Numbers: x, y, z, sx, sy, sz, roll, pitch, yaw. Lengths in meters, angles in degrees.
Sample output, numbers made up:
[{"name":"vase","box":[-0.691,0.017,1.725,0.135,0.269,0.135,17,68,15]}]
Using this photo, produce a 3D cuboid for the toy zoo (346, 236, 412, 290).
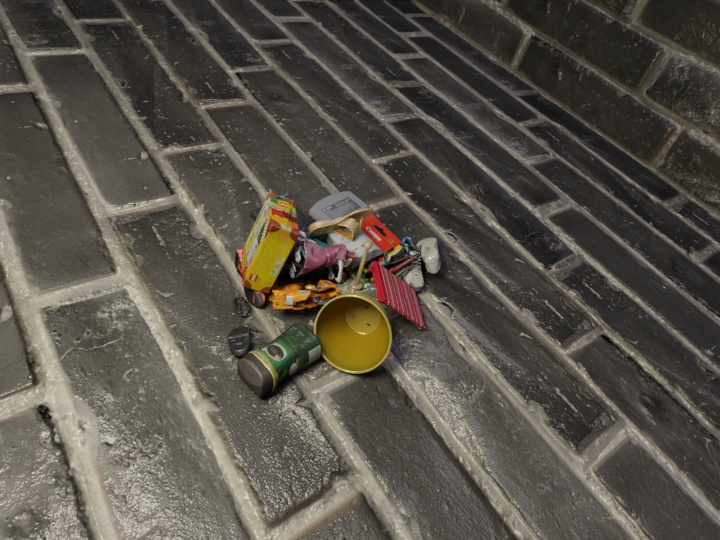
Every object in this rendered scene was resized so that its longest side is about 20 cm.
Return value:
[{"name":"toy zoo","box":[0.065,-0.021,1.574,0.198,0.021,0.131,-35,61,-15]}]

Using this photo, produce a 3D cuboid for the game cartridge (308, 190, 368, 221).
[{"name":"game cartridge","box":[-0.072,-0.199,1.752,0.133,0.041,0.198,43,48,19]}]

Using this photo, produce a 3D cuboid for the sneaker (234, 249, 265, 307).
[{"name":"sneaker","box":[-0.282,0.012,1.436,0.085,0.075,0.202,-7,49,-27]}]

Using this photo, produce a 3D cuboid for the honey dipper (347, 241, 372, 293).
[{"name":"honey dipper","box":[0.000,0.000,1.452,0.037,0.202,0.038,9,43,-8]}]

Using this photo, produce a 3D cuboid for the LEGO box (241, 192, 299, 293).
[{"name":"LEGO box","box":[-0.236,-0.070,1.348,0.076,0.202,0.150,17,32,-25]}]

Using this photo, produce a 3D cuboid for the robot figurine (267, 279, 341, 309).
[{"name":"robot figurine","box":[-0.144,0.065,1.399,0.195,0.060,0.145,-5,12,-19]}]

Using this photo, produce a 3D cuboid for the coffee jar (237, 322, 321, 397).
[{"name":"coffee jar","box":[-0.193,0.213,1.252,0.104,0.087,0.198,37,45,26]}]

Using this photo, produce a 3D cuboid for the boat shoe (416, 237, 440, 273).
[{"name":"boat shoe","box":[0.225,-0.049,1.677,0.070,0.070,0.201,-15,21,2]}]

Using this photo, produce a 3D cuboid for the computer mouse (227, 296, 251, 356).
[{"name":"computer mouse","box":[-0.305,0.143,1.332,0.057,0.035,0.202,-9,42,-4]}]

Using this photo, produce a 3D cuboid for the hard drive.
[{"name":"hard drive","box":[-0.214,-0.128,1.539,0.138,0.033,0.200,-25,57,-37]}]

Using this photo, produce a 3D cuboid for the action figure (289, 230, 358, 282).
[{"name":"action figure","box":[-0.097,-0.040,1.406,0.196,0.133,0.153,-12,94,-29]}]

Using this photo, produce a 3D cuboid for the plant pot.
[{"name":"plant pot","box":[-0.006,0.140,1.341,0.197,0.204,0.142,24,19,6]}]

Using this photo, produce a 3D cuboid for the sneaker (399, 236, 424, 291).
[{"name":"sneaker","box":[0.153,-0.024,1.616,0.075,0.086,0.203,0,47,-19]}]

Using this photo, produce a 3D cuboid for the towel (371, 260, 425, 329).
[{"name":"towel","box":[0.104,0.069,1.457,0.199,0.022,0.147,35,31,-38]}]

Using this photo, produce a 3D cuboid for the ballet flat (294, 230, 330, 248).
[{"name":"ballet flat","box":[-0.142,-0.062,1.458,0.198,0.072,0.073,28,32,-39]}]

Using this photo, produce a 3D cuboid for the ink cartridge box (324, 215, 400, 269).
[{"name":"ink cartridge box","box":[0.004,-0.107,1.567,0.198,0.048,0.160,-28,58,-28]}]

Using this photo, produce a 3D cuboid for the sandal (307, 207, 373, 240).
[{"name":"sandal","box":[-0.046,-0.115,1.500,0.208,0.078,0.071,-17,72,-24]}]

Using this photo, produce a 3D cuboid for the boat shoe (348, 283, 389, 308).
[{"name":"boat shoe","box":[0.030,0.071,1.482,0.196,0.073,0.063,-1,56,-31]}]

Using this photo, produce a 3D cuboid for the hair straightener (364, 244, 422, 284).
[{"name":"hair straightener","box":[0.095,-0.031,1.537,0.198,0.041,0.077,-32,60,-7]}]

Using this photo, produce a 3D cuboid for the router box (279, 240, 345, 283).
[{"name":"router box","box":[-0.143,-0.045,1.550,0.195,0.063,0.152,7,43,-13]}]
